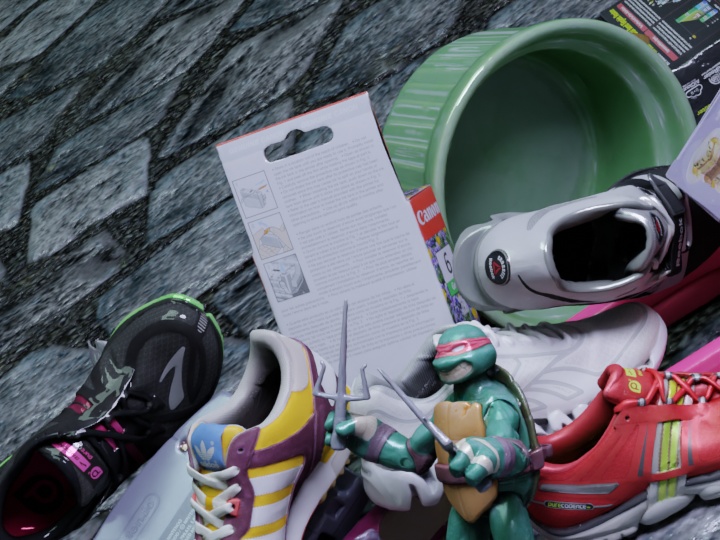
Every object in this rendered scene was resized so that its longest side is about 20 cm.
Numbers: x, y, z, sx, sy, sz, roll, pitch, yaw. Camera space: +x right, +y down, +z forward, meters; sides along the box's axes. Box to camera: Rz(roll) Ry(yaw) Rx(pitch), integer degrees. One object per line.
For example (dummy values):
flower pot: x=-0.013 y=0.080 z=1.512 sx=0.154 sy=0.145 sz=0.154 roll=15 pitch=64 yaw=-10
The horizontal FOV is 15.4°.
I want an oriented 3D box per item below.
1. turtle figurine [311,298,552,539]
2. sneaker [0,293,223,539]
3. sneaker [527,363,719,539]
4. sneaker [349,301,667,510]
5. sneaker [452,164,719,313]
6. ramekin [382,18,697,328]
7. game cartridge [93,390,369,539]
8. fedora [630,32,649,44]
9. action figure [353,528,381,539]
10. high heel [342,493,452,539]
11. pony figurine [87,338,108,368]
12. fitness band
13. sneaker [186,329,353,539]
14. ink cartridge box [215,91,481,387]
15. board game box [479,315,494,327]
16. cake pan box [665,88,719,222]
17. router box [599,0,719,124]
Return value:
turtle figurine: x=0.053 y=0.105 z=1.404 sx=0.100 sy=0.201 sz=0.150 roll=-13 pitch=1 yaw=-23
sneaker: x=-0.151 y=0.101 z=1.586 sx=0.200 sy=0.077 sz=0.084 roll=-50 pitch=11 yaw=11
sneaker: x=0.167 y=0.081 z=1.437 sx=0.200 sy=0.085 sz=0.077 roll=-30 pitch=21 yaw=14
sneaker: x=0.084 y=0.060 z=1.508 sx=0.199 sy=0.081 sz=0.075 roll=-26 pitch=19 yaw=-16
sneaker: x=0.156 y=-0.016 z=1.525 sx=0.199 sy=0.074 sz=0.088 roll=-18 pitch=7 yaw=-35
ramekin: x=0.107 y=-0.060 z=1.675 sx=0.200 sy=0.200 sz=0.098 roll=-42 pitch=25 yaw=-19
game cartridge: x=-0.096 y=0.177 z=1.557 sx=0.133 sy=0.040 sz=0.200 roll=31 pitch=84 yaw=32
fedora: x=0.133 y=-0.084 z=1.851 sx=0.200 sy=0.082 sz=0.201 roll=-35 pitch=8 yaw=5
action figure: x=0.037 y=0.208 z=1.312 sx=0.130 sy=0.070 sz=0.200 roll=-24 pitch=43 yaw=-26
high heel: x=0.045 y=0.144 z=1.513 sx=0.096 sy=0.067 sz=0.200 roll=-43 pitch=3 yaw=21
pony figurine: x=-0.105 y=0.143 z=1.676 sx=0.193 sy=0.167 sz=0.200 roll=7 pitch=54 yaw=43
fitness band: x=0.180 y=0.043 z=1.575 sx=0.200 sy=0.037 sz=0.144 roll=-34 pitch=20 yaw=8
sneaker: x=-0.071 y=0.130 z=1.475 sx=0.075 sy=0.090 sz=0.201 roll=-2 pitch=57 yaw=41
ink cartridge box: x=0.000 y=0.000 z=1.586 sx=0.109 sy=0.201 sz=0.050 roll=-18 pitch=7 yaw=22
board game box: x=0.066 y=0.007 z=1.751 sx=0.200 sy=0.103 sz=0.019 roll=-42 pitch=51 yaw=-18
cake pan box: x=0.284 y=-0.129 z=1.538 sx=0.184 sy=0.052 sz=0.200 roll=-17 pitch=-37 yaw=-54
router box: x=0.267 y=-0.179 z=1.901 sx=0.150 sy=0.062 sz=0.200 roll=-33 pitch=20 yaw=3
